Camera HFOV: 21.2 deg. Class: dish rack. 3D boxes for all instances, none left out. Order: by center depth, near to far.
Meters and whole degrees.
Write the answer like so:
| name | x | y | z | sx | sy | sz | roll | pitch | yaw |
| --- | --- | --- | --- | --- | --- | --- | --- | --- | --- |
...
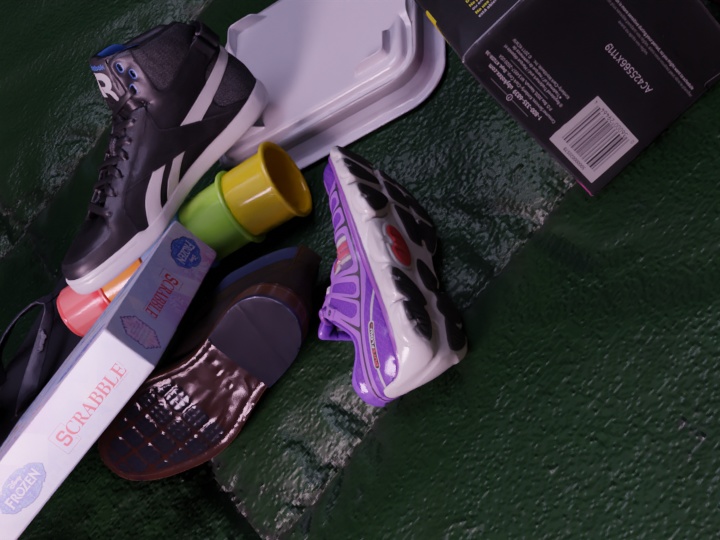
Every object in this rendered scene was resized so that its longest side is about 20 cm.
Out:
| name | x | y | z | sx | sy | sz | roll | pitch | yaw |
| --- | --- | --- | --- | --- | --- | --- | --- | --- | --- |
| dish rack | -0.030 | -0.158 | 1.403 | 0.200 | 0.044 | 0.172 | -26 | 43 | 28 |

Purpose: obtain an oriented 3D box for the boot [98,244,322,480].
| name | x | y | z | sx | sy | sz | roll | pitch | yaw |
| --- | --- | --- | --- | --- | --- | --- | --- | --- | --- |
| boot | -0.094 | 0.063 | 1.286 | 0.200 | 0.075 | 0.097 | -40 | 12 | 31 |

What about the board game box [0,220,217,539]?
| name | x | y | z | sx | sy | sz | roll | pitch | yaw |
| --- | --- | --- | --- | --- | --- | --- | --- | --- | --- |
| board game box | -0.183 | 0.082 | 1.260 | 0.200 | 0.041 | 0.200 | -50 | 7 | 21 |

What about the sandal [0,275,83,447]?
| name | x | y | z | sx | sy | sz | roll | pitch | yaw |
| --- | --- | --- | --- | --- | --- | --- | --- | --- | --- |
| sandal | -0.249 | 0.076 | 1.430 | 0.076 | 0.043 | 0.201 | 16 | 72 | 50 |

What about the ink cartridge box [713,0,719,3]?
| name | x | y | z | sx | sy | sz | roll | pitch | yaw |
| --- | --- | --- | --- | --- | --- | --- | --- | --- | --- |
| ink cartridge box | 0.212 | -0.266 | 1.116 | 0.147 | 0.200 | 0.083 | -52 | 37 | -2 |

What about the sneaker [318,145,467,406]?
| name | x | y | z | sx | sy | sz | roll | pitch | yaw |
| --- | --- | --- | --- | --- | --- | --- | --- | --- | --- |
| sneaker | 0.000 | 0.000 | 1.215 | 0.083 | 0.081 | 0.200 | -39 | 39 | 23 |

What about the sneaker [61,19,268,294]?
| name | x | y | z | sx | sy | sz | roll | pitch | yaw |
| --- | --- | --- | --- | --- | --- | --- | --- | --- | --- |
| sneaker | -0.165 | -0.090 | 1.336 | 0.200 | 0.112 | 0.073 | -51 | 25 | -16 |

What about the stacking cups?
| name | x | y | z | sx | sy | sz | roll | pitch | yaw |
| --- | --- | --- | --- | --- | --- | --- | --- | --- | --- |
| stacking cups | -0.129 | -0.018 | 1.370 | 0.200 | 0.060 | 0.061 | -30 | 42 | 23 |

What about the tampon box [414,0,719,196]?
| name | x | y | z | sx | sy | sz | roll | pitch | yaw |
| --- | --- | --- | --- | --- | --- | --- | --- | --- | --- |
| tampon box | 0.110 | -0.175 | 1.186 | 0.126 | 0.150 | 0.200 | -43 | 38 | 9 |
